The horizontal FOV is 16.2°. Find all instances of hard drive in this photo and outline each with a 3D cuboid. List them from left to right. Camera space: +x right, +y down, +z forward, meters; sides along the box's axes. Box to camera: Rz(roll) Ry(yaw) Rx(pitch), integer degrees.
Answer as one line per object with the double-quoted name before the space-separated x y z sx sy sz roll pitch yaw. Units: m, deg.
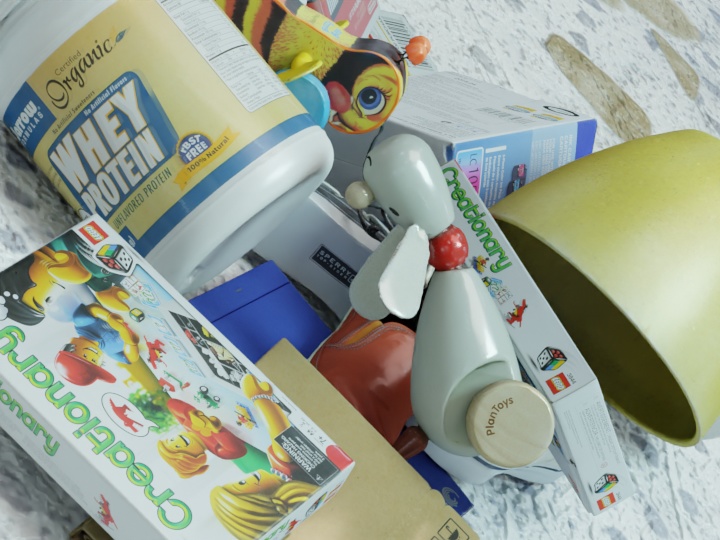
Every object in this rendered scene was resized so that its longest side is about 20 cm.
"hard drive" -0.024 0.089 1.532 0.200 0.025 0.132 51 26 6

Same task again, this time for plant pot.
"plant pot" 0.192 -0.008 1.625 0.200 0.142 0.200 44 -12 12

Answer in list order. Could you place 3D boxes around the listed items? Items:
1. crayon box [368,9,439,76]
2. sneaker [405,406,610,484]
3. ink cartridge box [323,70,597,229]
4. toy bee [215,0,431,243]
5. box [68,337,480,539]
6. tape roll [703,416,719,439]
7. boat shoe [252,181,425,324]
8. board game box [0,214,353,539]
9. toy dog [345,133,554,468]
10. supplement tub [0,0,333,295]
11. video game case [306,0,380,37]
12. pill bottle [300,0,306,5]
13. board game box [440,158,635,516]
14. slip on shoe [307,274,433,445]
"crayon box" -0.013 -0.137 1.824 0.200 0.051 0.127 6 48 -54
"sneaker" 0.095 0.092 1.635 0.073 0.071 0.200 53 20 22
"ink cartridge box" 0.067 -0.081 1.727 0.136 0.076 0.200 22 23 35
"toy bee" -0.014 -0.127 1.592 0.200 0.109 0.131 37 21 -27
"box" -0.041 0.145 1.369 0.163 0.021 0.200 46 44 1
"tape roll" 0.219 0.020 1.807 0.202 0.071 0.203 47 -19 22
"boat shoe" 0.000 0.000 1.646 0.200 0.072 0.068 38 23 -13
"board game box" -0.116 0.070 1.326 0.200 0.035 0.126 43 44 11
"toy dog" 0.032 0.033 1.452 0.132 0.096 0.200 96 -30 -74
"supplement tub" -0.128 -0.098 1.497 0.200 0.145 0.145 50 27 5
"video game case" -0.030 -0.246 1.754 0.143 0.017 0.200 -67 145 -62
"pill bottle" -0.112 -0.190 1.683 0.200 0.109 0.109 48 26 0
"board game box" 0.099 0.040 1.548 0.200 0.035 0.126 60 -4 39
"slip on shoe" 0.011 0.060 1.523 0.074 0.061 0.200 45 31 -10
